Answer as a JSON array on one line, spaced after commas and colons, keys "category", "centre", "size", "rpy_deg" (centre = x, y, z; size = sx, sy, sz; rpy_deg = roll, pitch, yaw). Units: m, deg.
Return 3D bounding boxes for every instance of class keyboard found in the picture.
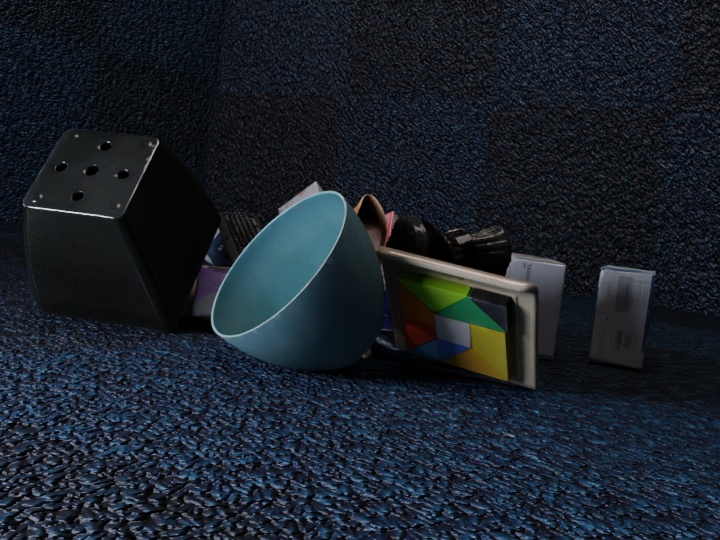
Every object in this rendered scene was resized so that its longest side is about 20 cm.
[{"category": "keyboard", "centre": [-0.164, -0.057, 1.432], "size": [0.103, 0.040, 0.200], "rpy_deg": [4, 27, -22]}]

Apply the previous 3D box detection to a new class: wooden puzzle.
[{"category": "wooden puzzle", "centre": [0.112, 0.061, 1.038], "size": [0.183, 0.037, 0.201], "rpy_deg": [15, -35, 24]}]

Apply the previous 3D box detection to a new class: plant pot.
[{"category": "plant pot", "centre": [-0.049, 0.032, 1.014], "size": [0.135, 0.201, 0.199], "rpy_deg": [44, -15, -26]}, {"category": "plant pot", "centre": [-0.317, -0.065, 1.168], "size": [0.197, 0.202, 0.178], "rpy_deg": [7, -36, 13]}]

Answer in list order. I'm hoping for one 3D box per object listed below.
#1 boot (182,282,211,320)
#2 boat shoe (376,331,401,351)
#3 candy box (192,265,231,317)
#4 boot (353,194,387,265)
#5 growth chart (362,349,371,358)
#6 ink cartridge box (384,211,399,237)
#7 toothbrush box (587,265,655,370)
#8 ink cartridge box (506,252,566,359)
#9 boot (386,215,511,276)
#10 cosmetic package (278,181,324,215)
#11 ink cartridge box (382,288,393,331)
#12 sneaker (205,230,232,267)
[{"category": "boot", "centre": [-0.262, 0.028, 1.366], "size": [0.153, 0.073, 0.200], "rpy_deg": [7, 9, 15]}, {"category": "boat shoe", "centre": [0.106, 0.088, 1.256], "size": [0.198, 0.072, 0.091], "rpy_deg": [10, 17, 30]}, {"category": "candy box", "centre": [-0.117, 0.041, 1.291], "size": [0.165, 0.073, 0.200], "rpy_deg": [7, -2, 17]}, {"category": "boot", "centre": [-0.011, -0.041, 1.157], "size": [0.073, 0.156, 0.201], "rpy_deg": [-6, 50, -19]}, {"category": "growth chart", "centre": [-0.078, 0.091, 1.174], "size": [0.197, 0.018, 0.145], "rpy_deg": [7, 3, -13]}, {"category": "ink cartridge box", "centre": [0.000, 0.000, 1.416], "size": [0.198, 0.068, 0.116], "rpy_deg": [-22, -50, 30]}, {"category": "toothbrush box", "centre": [0.418, 0.070, 1.453], "size": [0.084, 0.149, 0.200], "rpy_deg": [8, 3, 17]}, {"category": "ink cartridge box", "centre": [0.262, 0.051, 1.440], "size": [0.082, 0.147, 0.200], "rpy_deg": [8, 4, 4]}, {"category": "boot", "centre": [0.116, -0.022, 1.133], "size": [0.155, 0.081, 0.211], "rpy_deg": [-1, -5, -5]}, {"category": "cosmetic package", "centre": [-0.078, -0.069, 1.431], "size": [0.082, 0.051, 0.200], "rpy_deg": [-33, 25, 6]}, {"category": "ink cartridge box", "centre": [0.074, 0.031, 1.249], "size": [0.197, 0.041, 0.200], "rpy_deg": [2, 18, 4]}, {"category": "sneaker", "centre": [-0.183, -0.043, 1.563], "size": [0.145, 0.082, 0.199], "rpy_deg": [16, 15, 32]}]
